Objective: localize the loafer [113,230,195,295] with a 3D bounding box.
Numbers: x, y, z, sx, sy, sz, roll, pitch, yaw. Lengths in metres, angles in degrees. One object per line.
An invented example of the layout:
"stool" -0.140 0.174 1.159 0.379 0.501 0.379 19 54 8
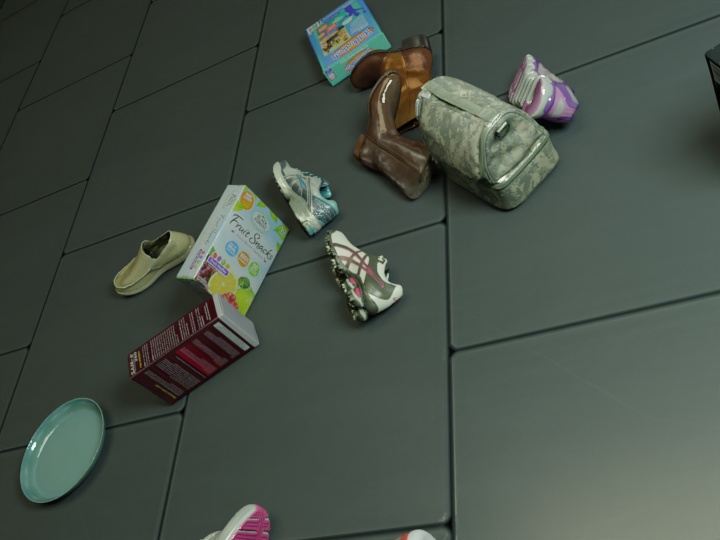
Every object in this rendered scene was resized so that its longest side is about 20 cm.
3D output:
"loafer" -0.435 -0.023 1.570 0.200 0.068 0.076 -34 44 9

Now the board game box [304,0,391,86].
"board game box" -0.031 -0.510 1.677 0.152 0.045 0.200 -31 45 11

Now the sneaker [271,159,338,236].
"sneaker" -0.101 -0.147 1.441 0.086 0.078 0.200 -29 51 -3

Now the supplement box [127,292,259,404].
"supplement box" -0.288 0.137 1.317 0.200 0.109 0.061 -34 44 7

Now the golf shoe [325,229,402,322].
"golf shoe" 0.000 0.000 1.259 0.088 0.077 0.200 -21 47 -6

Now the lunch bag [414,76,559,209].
"lunch bag" 0.188 -0.214 1.208 0.139 0.168 0.200 -45 43 -3

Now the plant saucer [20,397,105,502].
"plant saucer" -0.541 0.332 1.404 0.200 0.027 0.200 -19 49 23

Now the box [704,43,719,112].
"box" 0.530 -0.223 0.950 0.141 0.200 0.079 -34 44 10

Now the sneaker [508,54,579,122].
"sneaker" 0.305 -0.293 1.260 0.200 0.088 0.081 -93 19 -59

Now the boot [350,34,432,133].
"boot" 0.064 -0.341 1.489 0.188 0.068 0.200 -14 61 22

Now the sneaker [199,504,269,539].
"sneaker" -0.212 0.407 1.075 0.200 0.081 0.088 -50 46 -9

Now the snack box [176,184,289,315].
"snack box" -0.226 -0.033 1.378 0.053 0.142 0.200 6 61 38

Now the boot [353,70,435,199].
"boot" 0.079 -0.242 1.349 0.200 0.064 0.187 41 119 49

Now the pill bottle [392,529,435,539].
"pill bottle" 0.009 0.397 0.902 0.200 0.116 0.116 -29 46 13
